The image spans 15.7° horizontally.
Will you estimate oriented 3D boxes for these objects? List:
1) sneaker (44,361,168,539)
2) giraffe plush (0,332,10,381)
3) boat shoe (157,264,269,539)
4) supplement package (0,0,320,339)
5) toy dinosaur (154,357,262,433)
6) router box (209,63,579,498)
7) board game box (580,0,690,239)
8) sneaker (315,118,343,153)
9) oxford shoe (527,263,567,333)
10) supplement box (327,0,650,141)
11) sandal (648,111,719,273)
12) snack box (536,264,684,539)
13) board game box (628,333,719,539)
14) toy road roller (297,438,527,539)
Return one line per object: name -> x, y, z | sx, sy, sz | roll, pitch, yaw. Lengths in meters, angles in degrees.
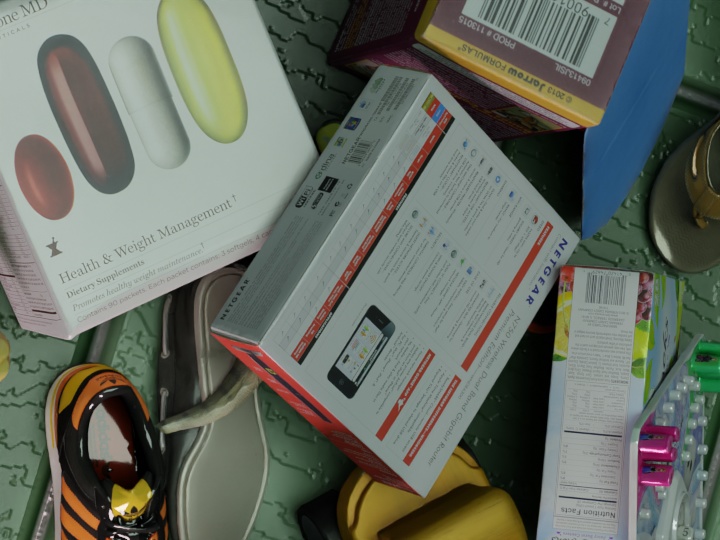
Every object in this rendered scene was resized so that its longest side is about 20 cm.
sneaker -> -0.153, 0.158, 1.634 | 0.070, 0.090, 0.200 | -11, 94, -18
giraffe plush -> -0.318, 0.081, 1.558 | 0.172, 0.200, 0.162 | 25, 111, -20
boat shoe -> -0.098, 0.093, 1.678 | 0.067, 0.057, 0.200 | 1, 94, -32
supplement package -> -0.150, -0.089, 1.604 | 0.191, 0.147, 0.200 | -26, 99, -17
toy dinosaur -> -0.035, 0.042, 1.639 | 0.088, 0.047, 0.200 | 32, 79, 17
router box -> 0.025, 0.008, 1.588 | 0.180, 0.049, 0.200 | 46, 70, -38
board game box -> 0.165, -0.118, 1.708 | 0.039, 0.200, 0.158 | 24, 63, 18
sneaker -> 0.000, 0.000, 1.695 | 0.090, 0.078, 0.200 | -20, 85, 6
oxford shoe -> 0.059, -0.038, 1.698 | 0.071, 0.073, 0.200 | -44, 115, -22
supplement box -> 0.080, -0.156, 1.652 | 0.131, 0.200, 0.103 | 25, 82, -17
sandal -> 0.256, -0.071, 1.733 | 0.080, 0.200, 0.054 | 49, 37, 6
snack box -> 0.163, 0.100, 1.696 | 0.068, 0.169, 0.200 | 3, 88, 14
board game box -> 0.208, 0.165, 1.688 | 0.026, 0.200, 0.200 | 5, 108, 19
toy road roller -> 0.057, 0.204, 1.674 | 0.123, 0.146, 0.200 | -27, 98, -16
